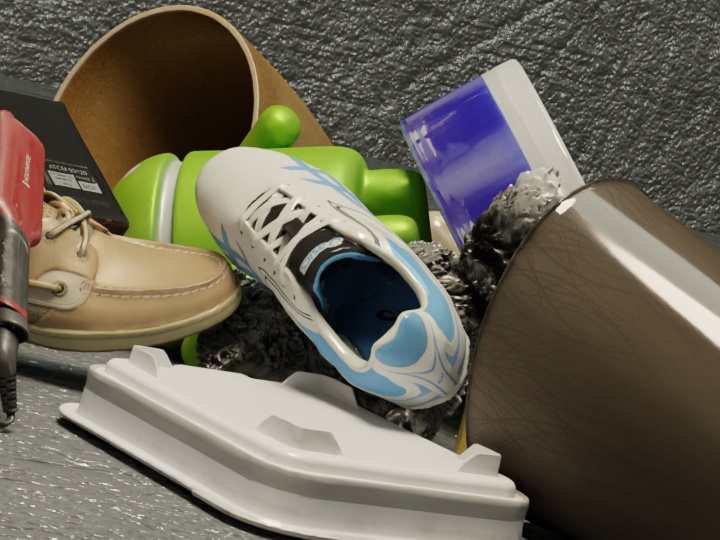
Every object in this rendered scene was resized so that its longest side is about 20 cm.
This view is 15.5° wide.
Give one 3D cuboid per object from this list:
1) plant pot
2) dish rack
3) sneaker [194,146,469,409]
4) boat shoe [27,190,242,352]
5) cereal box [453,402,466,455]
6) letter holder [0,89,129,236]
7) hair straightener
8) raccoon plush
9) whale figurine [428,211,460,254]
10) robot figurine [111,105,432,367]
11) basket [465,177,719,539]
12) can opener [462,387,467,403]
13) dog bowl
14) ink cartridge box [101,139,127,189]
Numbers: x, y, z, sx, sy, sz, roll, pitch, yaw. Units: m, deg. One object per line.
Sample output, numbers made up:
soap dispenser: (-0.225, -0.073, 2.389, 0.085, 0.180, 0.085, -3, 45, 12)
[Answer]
plant pot: (-0.088, -0.057, 1.819, 0.186, 0.187, 0.200, 19, -7, 40)
dish rack: (-0.026, 0.079, 1.212, 0.171, 0.044, 0.200, 10, 7, -37)
sneaker: (-0.019, -0.008, 1.302, 0.200, 0.072, 0.073, 42, -8, 38)
boat shoe: (-0.159, -0.003, 1.332, 0.199, 0.065, 0.071, 0, 26, -2)
cereal box: (0.158, 0.106, 1.418, 0.144, 0.040, 0.200, 18, 7, 32)
letter holder: (-0.255, -0.024, 1.439, 0.200, 0.142, 0.101, 10, 39, -46)
hair straightener: (-0.183, 0.008, 1.248, 0.041, 0.077, 0.200, 43, 22, -37)
raccoon plush: (0.000, 0.000, 1.366, 0.134, 0.200, 0.097, 24, 18, -23)
whale figurine: (0.094, -0.011, 1.757, 0.159, 0.104, 0.201, 4, 53, -33)
robot figurine: (-0.061, -0.011, 1.513, 0.199, 0.116, 0.176, -1, 41, 9)
basket: (0.163, 0.079, 1.190, 0.136, 0.181, 0.200, -20, 38, -37)
can opener: (0.061, 0.051, 1.612, 0.199, 0.067, 0.053, 17, 3, -21)
dog bowl: (0.100, -0.016, 1.525, 0.079, 0.201, 0.200, -27, 4, 4)
ink cartridge box: (-0.253, -0.078, 1.939, 0.146, 0.086, 0.200, 13, 4, -11)
